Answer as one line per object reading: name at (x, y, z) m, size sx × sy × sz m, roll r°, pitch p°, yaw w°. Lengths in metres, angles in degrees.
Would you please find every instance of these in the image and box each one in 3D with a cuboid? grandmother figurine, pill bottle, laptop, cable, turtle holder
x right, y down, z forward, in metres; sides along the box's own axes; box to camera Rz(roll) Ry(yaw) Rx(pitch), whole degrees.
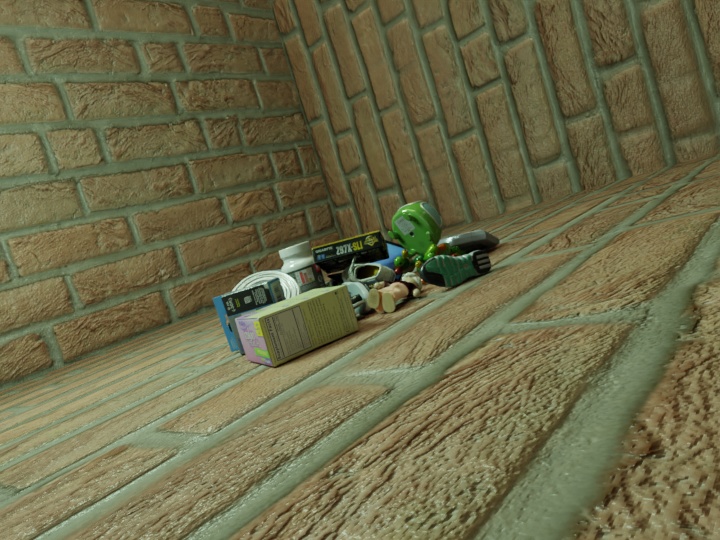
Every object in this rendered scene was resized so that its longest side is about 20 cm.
grandmother figurine at (0.088, 0.048, 1.301) m, size 0.120 × 0.062 × 0.199 m, roll 22°, pitch 21°, yaw 26°
pill bottle at (-0.164, 0.026, 1.619) m, size 0.113 × 0.204 × 0.116 m, roll -17°, pitch 5°, yaw 1°
laptop at (0.031, -0.020, 1.651) m, size 0.197 × 0.106 × 0.176 m, roll -11°, pitch 21°, yaw -41°
cable at (-0.242, 0.088, 1.431) m, size 0.199 × 0.070 × 0.199 m, roll -35°, pitch 52°, yaw -26°
turtle holder at (0.185, -0.120, 1.604) m, size 0.132 × 0.183 × 0.143 m, roll -46°, pitch -21°, yaw -42°

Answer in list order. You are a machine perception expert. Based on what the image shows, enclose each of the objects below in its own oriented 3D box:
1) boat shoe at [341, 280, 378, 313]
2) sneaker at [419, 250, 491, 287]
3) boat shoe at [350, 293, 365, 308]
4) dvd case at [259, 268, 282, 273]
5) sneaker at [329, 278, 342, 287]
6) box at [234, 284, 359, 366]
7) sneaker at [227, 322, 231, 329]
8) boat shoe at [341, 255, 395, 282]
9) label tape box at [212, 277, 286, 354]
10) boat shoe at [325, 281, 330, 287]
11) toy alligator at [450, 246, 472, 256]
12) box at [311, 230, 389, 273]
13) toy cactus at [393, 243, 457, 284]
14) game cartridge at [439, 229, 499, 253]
boat shoe at (0.018, 0.056, 1.375) m, size 0.089 × 0.073 × 0.200 m, roll -7°, pitch 8°, yaw -16°
sneaker at (0.211, 0.005, 1.311) m, size 0.196 × 0.076 × 0.087 m, roll -8°, pitch -11°, yaw -27°
boat shoe at (-0.078, 0.085, 1.304) m, size 0.197 × 0.062 × 0.075 m, roll -23°, pitch -7°, yaw 28°
dvd case at (-0.211, 0.052, 1.763) m, size 0.141 × 0.018 × 0.199 m, roll -7°, pitch 36°, yaw -45°
sneaker at (-0.030, 0.042, 1.706) m, size 0.086 × 0.077 × 0.200 m, roll -16°, pitch 5°, yaw 21°
box at (-0.132, 0.110, 1.146) m, size 0.197 × 0.099 × 0.175 m, roll -19°, pitch 4°, yaw -28°
sneaker at (-0.275, 0.141, 1.539) m, size 0.197 × 0.077 × 0.087 m, roll -15°, pitch -1°, yaw 36°
boat shoe at (-0.001, 0.005, 1.509) m, size 0.085 × 0.076 × 0.200 m, roll 30°, pitch -13°, yaw -37°
label tape box at (-0.262, 0.115, 1.305) m, size 0.196 × 0.147 × 0.063 m, roll -17°, pitch 6°, yaw 21°
boat shoe at (-0.130, 0.070, 1.860) m, size 0.197 × 0.063 × 0.074 m, roll -22°, pitch 8°, yaw -34°
toy alligator at (0.280, -0.049, 1.692) m, size 0.197 × 0.055 × 0.059 m, roll -21°, pitch 6°, yaw -30°
box at (-0.025, -0.049, 1.579) m, size 0.196 × 0.050 × 0.160 m, roll -14°, pitch -12°, yaw 8°
toy cactus at (0.156, -0.013, 1.531) m, size 0.197 × 0.104 × 0.164 m, roll -15°, pitch -1°, yaw -37°
game cartridge at (0.323, -0.081, 1.759) m, size 0.197 × 0.042 × 0.132 m, roll -15°, pitch -13°, yaw 33°
